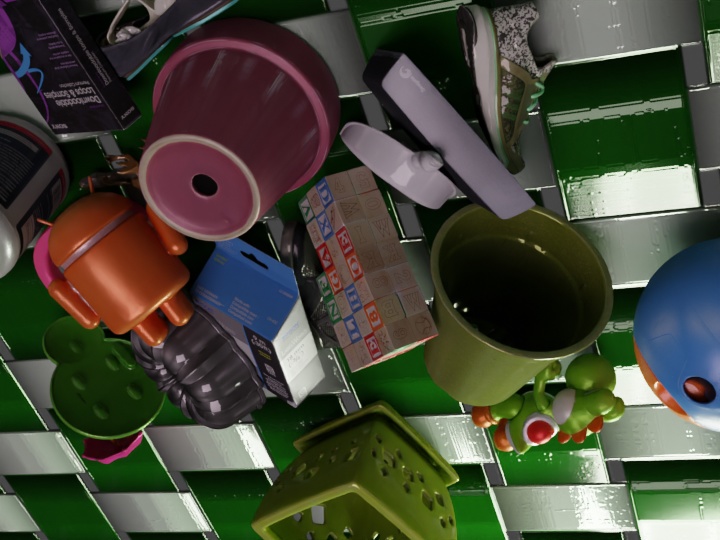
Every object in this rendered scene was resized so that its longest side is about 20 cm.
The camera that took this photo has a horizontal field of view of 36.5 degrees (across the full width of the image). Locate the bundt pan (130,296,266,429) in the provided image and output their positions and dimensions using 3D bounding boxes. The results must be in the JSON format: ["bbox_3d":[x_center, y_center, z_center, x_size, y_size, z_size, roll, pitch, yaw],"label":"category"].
[{"bbox_3d":[-0.215,0.122,1.377,0.202,0.076,0.202,36,154,21],"label":"bundt pan"}]

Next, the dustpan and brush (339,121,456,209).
[{"bbox_3d":[0.052,-0.108,1.113,0.139,0.200,0.057,34,100,-12],"label":"dustpan and brush"}]

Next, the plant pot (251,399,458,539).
[{"bbox_3d":[0.007,0.298,1.447,0.199,0.182,0.200,-29,115,34],"label":"plant pot"}]

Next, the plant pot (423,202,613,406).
[{"bbox_3d":[0.152,0.056,1.215,0.200,0.200,0.190,20,144,1],"label":"plant pot"}]

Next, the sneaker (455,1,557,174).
[{"bbox_3d":[0.157,-0.180,1.080,0.088,0.077,0.200,-16,133,3],"label":"sneaker"}]

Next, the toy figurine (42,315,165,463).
[{"bbox_3d":[-0.365,0.185,1.515,0.200,0.150,0.184,47,148,19],"label":"toy figurine"}]

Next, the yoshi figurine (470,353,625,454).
[{"bbox_3d":[0.239,0.156,1.334,0.200,0.112,0.112,-18,82,45],"label":"yoshi figurine"}]

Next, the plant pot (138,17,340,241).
[{"bbox_3d":[-0.138,-0.134,1.131,0.200,0.179,0.200,9,131,11],"label":"plant pot"}]

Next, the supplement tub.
[{"bbox_3d":[-0.438,-0.074,1.259,0.140,0.200,0.141,9,131,10],"label":"supplement tub"}]

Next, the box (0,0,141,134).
[{"bbox_3d":[-0.337,-0.236,1.171,0.143,0.036,0.200,4,135,44],"label":"box"}]

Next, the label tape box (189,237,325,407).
[{"bbox_3d":[-0.129,0.056,1.307,0.144,0.063,0.200,28,149,32],"label":"label tape box"}]

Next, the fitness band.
[{"bbox_3d":[-0.330,-0.018,1.384,0.144,0.037,0.200,43,127,-19],"label":"fitness band"}]

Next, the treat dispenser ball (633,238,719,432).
[{"bbox_3d":[0.383,0.066,1.121,0.201,0.201,0.201,9,131,10],"label":"treat dispenser ball"}]

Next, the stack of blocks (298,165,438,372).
[{"bbox_3d":[0.000,0.000,1.200,0.115,0.059,0.200,-35,75,61],"label":"stack of blocks"}]

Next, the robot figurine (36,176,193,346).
[{"bbox_3d":[-0.276,-0.008,1.259,0.200,0.117,0.144,50,132,-7],"label":"robot figurine"}]

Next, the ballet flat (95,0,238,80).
[{"bbox_3d":[-0.202,-0.264,1.117,0.200,0.073,0.073,-25,118,35],"label":"ballet flat"}]

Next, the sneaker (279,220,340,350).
[{"bbox_3d":[-0.029,0.017,1.296,0.114,0.076,0.200,-2,131,17],"label":"sneaker"}]

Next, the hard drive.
[{"bbox_3d":[0.083,-0.135,1.093,0.042,0.135,0.200,-44,108,1],"label":"hard drive"}]

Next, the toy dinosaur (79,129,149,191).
[{"bbox_3d":[-0.232,-0.109,1.276,0.200,0.060,0.106,12,158,11],"label":"toy dinosaur"}]
